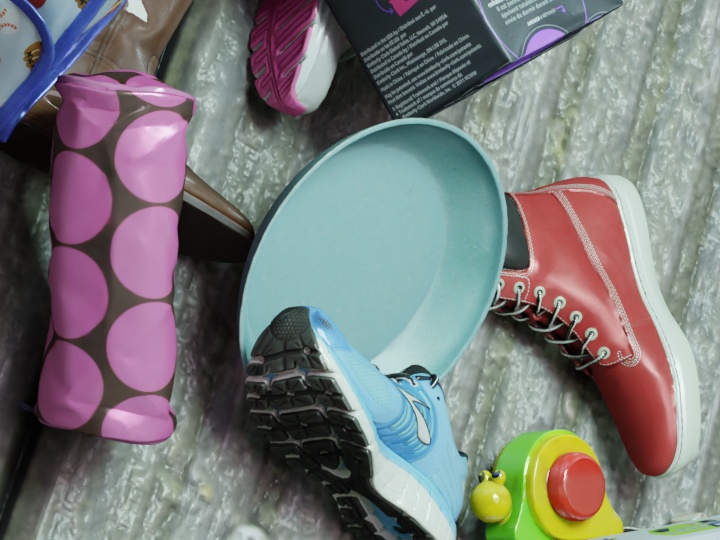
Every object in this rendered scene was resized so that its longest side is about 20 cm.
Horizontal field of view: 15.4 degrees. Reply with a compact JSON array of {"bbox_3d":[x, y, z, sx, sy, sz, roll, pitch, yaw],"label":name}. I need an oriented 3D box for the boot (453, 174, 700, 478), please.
[{"bbox_3d":[0.127,0.041,1.663,0.144,0.072,0.201,-7,74,-36],"label":"boot"}]

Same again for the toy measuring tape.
[{"bbox_3d":[0.142,0.133,1.651,0.200,0.073,0.074,3,76,-42],"label":"toy measuring tape"}]

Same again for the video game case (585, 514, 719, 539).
[{"bbox_3d":[0.170,0.260,1.619,0.181,0.045,0.201,-6,95,-35],"label":"video game case"}]

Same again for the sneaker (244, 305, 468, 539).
[{"bbox_3d":[0.002,0.082,1.542,0.200,0.078,0.090,56,47,-40],"label":"sneaker"}]

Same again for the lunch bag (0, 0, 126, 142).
[{"bbox_3d":[-0.196,-0.190,1.425,0.170,0.124,0.200,41,97,-1],"label":"lunch bag"}]

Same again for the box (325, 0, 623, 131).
[{"bbox_3d":[0.040,-0.203,1.547,0.122,0.106,0.200,-29,91,-44],"label":"box"}]

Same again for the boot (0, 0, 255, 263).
[{"bbox_3d":[-0.110,-0.125,1.546,0.186,0.064,0.200,33,57,-22],"label":"boot"}]

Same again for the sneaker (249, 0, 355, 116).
[{"bbox_3d":[0.002,-0.171,1.622,0.088,0.081,0.200,34,61,-21],"label":"sneaker"}]

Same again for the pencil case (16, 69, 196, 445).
[{"bbox_3d":[-0.133,-0.010,1.438,0.090,0.094,0.201,8,102,7],"label":"pencil case"}]

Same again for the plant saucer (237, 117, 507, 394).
[{"bbox_3d":[0.000,0.000,1.556,0.200,0.036,0.201,-20,124,-33],"label":"plant saucer"}]
